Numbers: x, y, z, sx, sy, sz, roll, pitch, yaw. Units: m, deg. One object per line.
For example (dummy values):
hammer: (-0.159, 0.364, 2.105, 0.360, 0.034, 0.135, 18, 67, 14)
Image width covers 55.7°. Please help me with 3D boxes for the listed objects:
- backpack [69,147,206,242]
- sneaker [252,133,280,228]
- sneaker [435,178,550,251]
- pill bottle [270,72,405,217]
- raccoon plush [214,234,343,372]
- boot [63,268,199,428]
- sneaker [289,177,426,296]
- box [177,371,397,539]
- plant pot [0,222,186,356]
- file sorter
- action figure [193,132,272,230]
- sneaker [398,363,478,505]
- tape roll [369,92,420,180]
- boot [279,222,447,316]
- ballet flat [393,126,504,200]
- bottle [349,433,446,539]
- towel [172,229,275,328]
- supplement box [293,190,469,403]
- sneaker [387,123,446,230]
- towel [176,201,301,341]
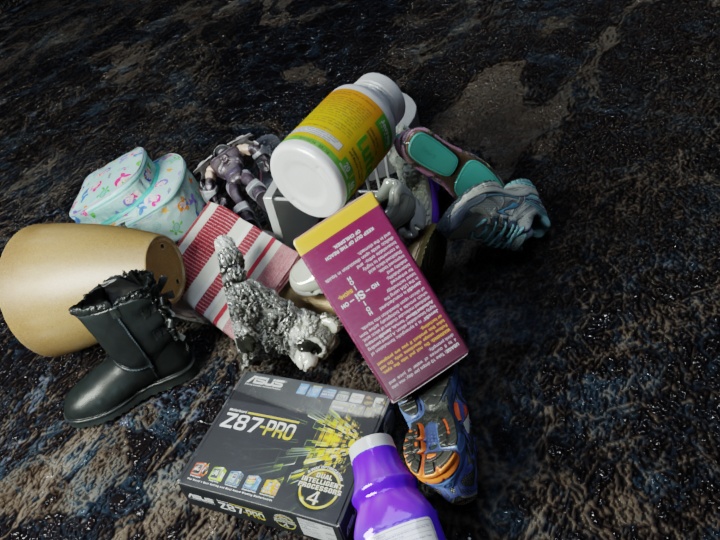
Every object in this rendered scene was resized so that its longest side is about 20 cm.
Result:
backpack: (-0.353, -0.104, 1.098, 0.197, 0.152, 0.179, -18, 37, 9)
sneaker: (-0.128, -0.132, 1.126, 0.069, 0.082, 0.202, -18, 56, 6)
sneaker: (0.184, -0.067, 0.892, 0.198, 0.078, 0.087, -17, 67, -39)
pill bottle: (-0.021, -0.174, 0.900, 0.110, 0.112, 0.201, 13, 50, 31)
raccoon plush: (-0.101, 0.033, 0.854, 0.132, 0.097, 0.203, -13, 81, -11)
boot: (-0.312, 0.098, 0.859, 0.196, 0.164, 0.074, -24, 40, -7)
sneaker: (-0.014, -0.045, 0.865, 0.199, 0.081, 0.075, -36, 51, 5)
box: (-0.076, 0.199, 0.751, 0.197, 0.050, 0.162, 6, 42, 25)
plant pot: (-0.349, 0.013, 0.933, 0.197, 0.188, 0.188, -9, 40, 19)
file sorter: (-0.041, -0.113, 1.022, 0.123, 0.140, 0.201, 3, 44, 18)
action figure: (-0.190, -0.138, 1.068, 0.130, 0.069, 0.201, -41, 50, 9)
sneaker: (0.085, 0.166, 0.717, 0.075, 0.079, 0.201, -25, 21, 18)
tape roll: (0.008, -0.240, 1.202, 0.197, 0.067, 0.202, -11, 40, 9)
boot: (0.000, 0.000, 0.914, 0.198, 0.066, 0.177, 11, 62, 30)
ballet flat: (0.129, -0.145, 0.978, 0.070, 0.199, 0.071, -58, 25, 8)
bottle: (0.036, 0.248, 0.618, 0.083, 0.066, 0.201, -20, 51, -1)
towel: (-0.226, 0.000, 1.041, 0.198, 0.032, 0.192, 10, 48, 28)
supplement box: (0.020, 0.025, 0.760, 0.103, 0.201, 0.131, -32, 2, -2)
sneaker: (0.107, -0.133, 1.041, 0.098, 0.069, 0.202, 12, 55, -32)
towel: (-0.187, -0.002, 0.956, 0.199, 0.023, 0.145, 31, 81, 32)
